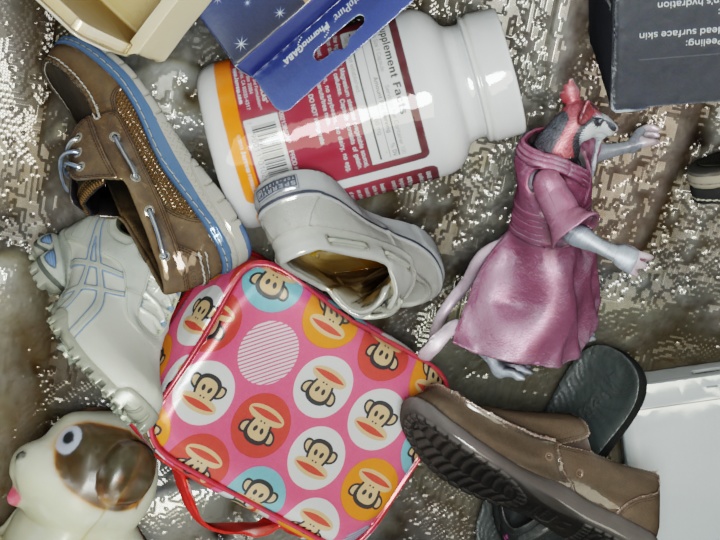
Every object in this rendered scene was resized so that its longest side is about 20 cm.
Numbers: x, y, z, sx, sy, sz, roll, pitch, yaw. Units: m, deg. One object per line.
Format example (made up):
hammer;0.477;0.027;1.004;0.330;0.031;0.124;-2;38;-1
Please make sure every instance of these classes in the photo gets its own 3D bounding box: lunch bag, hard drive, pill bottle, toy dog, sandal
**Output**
lunch bag;-0.054;0.100;1.231;0.200;0.082;0.176;35;83;-26
hard drive;0.261;0.165;1.325;0.132;0.027;0.200;-8;107;1
pill bottle;0.002;-0.105;1.192;0.200;0.113;0.113;-15;106;2
toy dog;-0.187;0.197;1.266;0.193;0.140;0.200;-5;107;-14
sandal;0.130;0.142;1.288;0.075;0.048;0.201;31;101;33

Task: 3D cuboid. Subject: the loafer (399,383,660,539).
loafer;0.118;0.127;1.232;0.200;0.073;0.071;31;65;-10

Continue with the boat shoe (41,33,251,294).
boat shoe;-0.156;-0.070;1.177;0.072;0.072;0.200;-33;69;-22

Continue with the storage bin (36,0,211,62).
storage bin;-0.148;-0.264;1.110;0.199;0.094;0.200;43;102;18

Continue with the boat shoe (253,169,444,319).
boat shoe;0.000;0.000;1.191;0.071;0.200;0.070;-23;63;19

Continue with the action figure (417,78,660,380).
action figure;0.123;-0.037;1.214;0.149;0.134;0.200;6;119;8

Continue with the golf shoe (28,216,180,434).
golf shoe;-0.152;0.019;1.185;0.097;0.200;0.078;-34;132;3

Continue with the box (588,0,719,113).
box;0.246;-0.218;1.144;0.196;0.118;0.200;-4;120;0

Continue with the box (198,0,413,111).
box;-0.065;-0.211;1.147;0.121;0.032;0.200;-40;70;9

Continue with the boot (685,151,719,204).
boot;0.324;-0.014;1.253;0.199;0.073;0.151;-4;107;-6
